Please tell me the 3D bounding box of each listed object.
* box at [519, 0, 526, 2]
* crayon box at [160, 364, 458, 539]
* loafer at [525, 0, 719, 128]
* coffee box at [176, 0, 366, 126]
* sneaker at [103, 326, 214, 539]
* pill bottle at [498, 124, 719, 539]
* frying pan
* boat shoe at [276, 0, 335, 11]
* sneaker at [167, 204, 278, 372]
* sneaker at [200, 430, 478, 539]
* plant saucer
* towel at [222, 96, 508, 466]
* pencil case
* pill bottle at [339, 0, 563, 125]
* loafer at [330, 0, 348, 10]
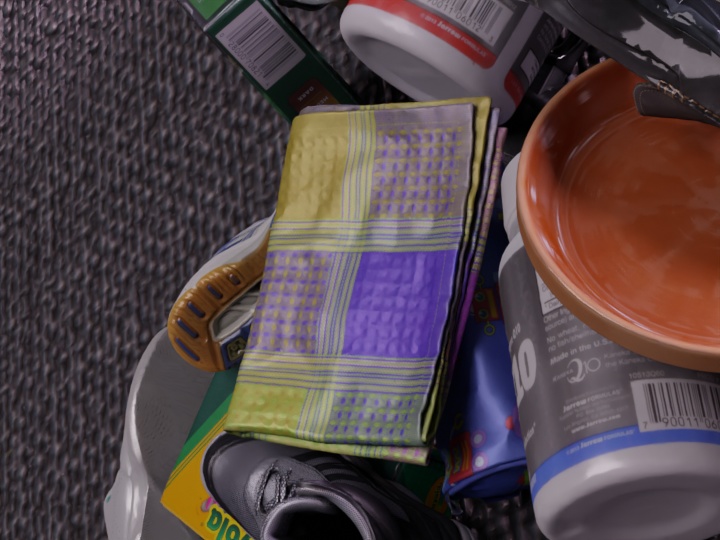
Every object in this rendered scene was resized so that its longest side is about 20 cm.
[{"bbox_3d":[0.165,-0.219,0.984,0.155,0.041,0.201,16,114,23],"label":"box"},{"bbox_3d":[-0.032,0.132,1.205,0.200,0.058,0.119,28,96,51],"label":"crayon box"},{"bbox_3d":[0.162,-0.102,0.962,0.200,0.073,0.072,49,123,17],"label":"loafer"},{"bbox_3d":[-0.050,-0.129,1.225,0.044,0.200,0.123,-42,45,4],"label":"coffee box"},{"bbox_3d":[-0.141,0.135,1.329,0.088,0.075,0.201,-17,63,58],"label":"sneaker"},{"bbox_3d":[0.131,0.033,1.013,0.114,0.114,0.201,-32,52,37],"label":"pill bottle"},{"bbox_3d":[0.113,-0.089,1.158,0.190,0.031,0.115,-54,42,24],"label":"frying pan"},{"bbox_3d":[-0.041,-0.192,1.206,0.201,0.070,0.072,-128,23,-75],"label":"boat shoe"},{"bbox_3d":[-0.036,-0.020,1.226,0.200,0.075,0.088,-32,15,11],"label":"sneaker"},{"bbox_3d":[-0.031,0.130,1.069,0.200,0.114,0.076,25,93,35],"label":"sneaker"},{"bbox_3d":[0.175,-0.032,0.963,0.032,0.199,0.201,88,168,-53],"label":"plant saucer"},{"bbox_3d":[0.000,0.000,1.080,0.143,0.023,0.201,4,75,36],"label":"towel"},{"bbox_3d":[0.065,0.034,1.100,0.087,0.078,0.201,126,135,-60],"label":"pencil case"},{"bbox_3d":[0.083,-0.194,1.148,0.116,0.116,0.200,21,78,51],"label":"pill bottle"},{"bbox_3d":[0.008,-0.190,1.281,0.200,0.075,0.070,3,73,50],"label":"loafer"}]
